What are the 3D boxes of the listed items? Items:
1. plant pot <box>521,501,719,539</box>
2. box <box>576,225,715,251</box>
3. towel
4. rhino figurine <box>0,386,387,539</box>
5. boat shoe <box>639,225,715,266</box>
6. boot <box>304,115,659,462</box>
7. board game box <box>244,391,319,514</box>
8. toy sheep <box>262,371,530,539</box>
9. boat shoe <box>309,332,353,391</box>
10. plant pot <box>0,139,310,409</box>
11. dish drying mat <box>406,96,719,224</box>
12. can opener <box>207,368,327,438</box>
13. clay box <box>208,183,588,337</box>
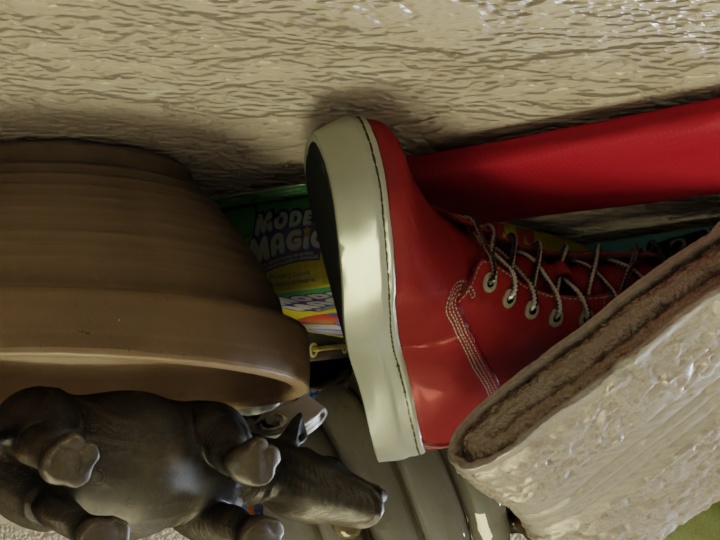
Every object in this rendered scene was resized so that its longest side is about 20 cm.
[{"bbox_3d":[0.185,0.106,1.266,0.192,0.202,0.200,16,166,-16],"label":"plant pot"},{"bbox_3d":[0.170,0.010,1.052,0.199,0.050,0.082,-8,168,42],"label":"box"},{"bbox_3d":[0.140,0.043,0.897,0.200,0.035,0.133,-38,139,5],"label":"towel"},{"bbox_3d":[-0.066,0.082,0.911,0.199,0.060,0.087,8,-173,-40],"label":"rhino figurine"},{"bbox_3d":[0.127,0.021,0.981,0.066,0.075,0.199,27,137,-35],"label":"boat shoe"},{"bbox_3d":[0.059,-0.004,0.873,0.143,0.073,0.200,-14,147,2],"label":"boot"},{"bbox_3d":[-0.009,0.132,1.331,0.150,0.202,0.037,5,171,-21],"label":"board game box"},{"bbox_3d":[0.020,0.107,1.122,0.199,0.139,0.138,-18,173,-10],"label":"toy sheep"},{"bbox_3d":[-0.024,0.033,1.171,0.071,0.060,0.200,-1,170,10],"label":"boat shoe"},{"bbox_3d":[-0.118,0.003,0.911,0.199,0.093,0.201,2,171,0],"label":"plant pot"},{"bbox_3d":[0.090,-0.041,0.863,0.199,0.018,0.077,-7,164,44],"label":"dish drying mat"},{"bbox_3d":[-0.083,0.032,1.072,0.053,0.067,0.200,-22,-151,-23],"label":"can opener"},{"bbox_3d":[0.000,0.000,1.017,0.114,0.048,0.199,-8,168,41],"label":"clay box"}]
